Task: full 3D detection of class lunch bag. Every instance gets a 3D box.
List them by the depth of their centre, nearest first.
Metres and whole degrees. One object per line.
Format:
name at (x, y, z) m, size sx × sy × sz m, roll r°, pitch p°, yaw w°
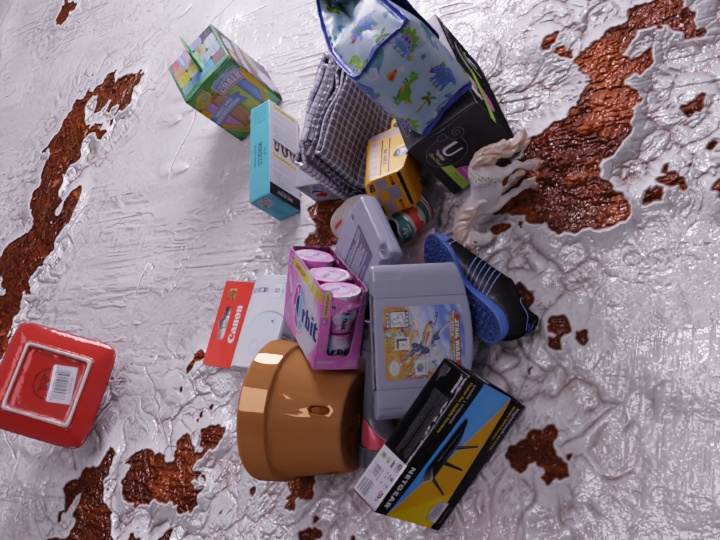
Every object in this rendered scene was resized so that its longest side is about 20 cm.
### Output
lunch bag at (0.034, -0.305, 1.180) m, size 0.127 × 0.170 × 0.200 m, roll -47°, pitch 46°, yaw 11°

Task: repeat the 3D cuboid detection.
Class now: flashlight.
flashlight at (0.036, 0.169, 1.176) m, size 0.068 × 0.068 × 0.201 m, roll 12°, pitch 100°, yaw 43°

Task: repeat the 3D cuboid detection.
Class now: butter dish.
butter dish at (-0.572, 0.223, 1.641) m, size 0.199 × 0.148 × 0.201 m, roll 16°, pitch 74°, yaw 1°

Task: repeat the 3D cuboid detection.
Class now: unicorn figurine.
unicorn figurine at (0.184, -0.108, 1.208) m, size 0.137 × 0.200 × 0.074 m, roll -28°, pitch 43°, yaw -9°

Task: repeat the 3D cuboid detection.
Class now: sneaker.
sneaker at (0.161, 0.021, 1.185) m, size 0.200 × 0.078 × 0.070 m, roll 57°, pitch 140°, yaw 35°
sneaker at (0.013, -0.067, 1.322) m, size 0.199 × 0.070 × 0.093 m, roll -5°, pitch 32°, yaw 43°

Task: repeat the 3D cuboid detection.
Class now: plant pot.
plant pot at (-0.065, 0.203, 1.218) m, size 0.139 × 0.200 × 0.201 m, roll 4°, pitch 71°, yaw 21°

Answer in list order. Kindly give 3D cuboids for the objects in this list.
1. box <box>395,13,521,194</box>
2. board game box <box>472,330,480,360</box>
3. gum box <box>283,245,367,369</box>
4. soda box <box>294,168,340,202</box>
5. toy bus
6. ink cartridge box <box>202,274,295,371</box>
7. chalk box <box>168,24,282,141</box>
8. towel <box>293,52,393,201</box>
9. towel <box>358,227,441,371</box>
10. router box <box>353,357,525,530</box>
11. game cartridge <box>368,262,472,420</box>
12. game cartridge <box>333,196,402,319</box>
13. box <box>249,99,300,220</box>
box at (0.127, -0.247, 1.295) m, size 0.124 × 0.148 × 0.201 m, roll -33°, pitch 52°, yaw 20°
board game box at (0.071, 0.084, 1.214) m, size 0.158 × 0.039 × 0.200 m, roll -47°, pitch 49°, yaw 11°
gum box at (-0.052, 0.050, 1.216) m, size 0.200 × 0.066 × 0.114 m, roll -132°, pitch 46°, yaw -63°
soda box at (-0.052, -0.222, 1.484) m, size 0.068 × 0.063 × 0.201 m, roll -5°, pitch 67°, yaw 36°
toy bus at (0.053, -0.162, 1.312) m, size 0.078 × 0.065 × 0.200 m, roll -20°, pitch 29°, yaw 14°
ink cartridge box at (-0.189, 0.087, 1.456) m, size 0.199 × 0.047 × 0.161 m, roll 2°, pitch 71°, yaw 37°
chalk box at (-0.269, -0.362, 1.633) m, size 0.124 × 0.200 × 0.125 m, roll -42°, pitch 49°, yaw 15°
towel at (-0.015, -0.226, 1.390) m, size 0.085 × 0.165 × 0.201 m, roll 2°, pitch 71°, yaw 35°
towel at (0.054, 0.056, 1.288) m, size 0.191 × 0.032 × 0.201 m, roll -24°, pitch 56°, yaw 27°
router box at (0.102, 0.221, 1.088) m, size 0.051 × 0.149 × 0.200 m, roll 38°, pitch 95°, yaw 43°
game cartridge at (0.079, 0.091, 1.131) m, size 0.133 × 0.042 × 0.201 m, roll -3°, pitch 94°, yaw -6°
game cartridge at (0.000, 0.000, 1.244) m, size 0.133 × 0.041 × 0.200 m, roll 63°, pitch 145°, yaw 38°
box at (-0.152, -0.196, 1.541) m, size 0.049 × 0.082 × 0.201 m, roll -21°, pitch 57°, yaw 31°
